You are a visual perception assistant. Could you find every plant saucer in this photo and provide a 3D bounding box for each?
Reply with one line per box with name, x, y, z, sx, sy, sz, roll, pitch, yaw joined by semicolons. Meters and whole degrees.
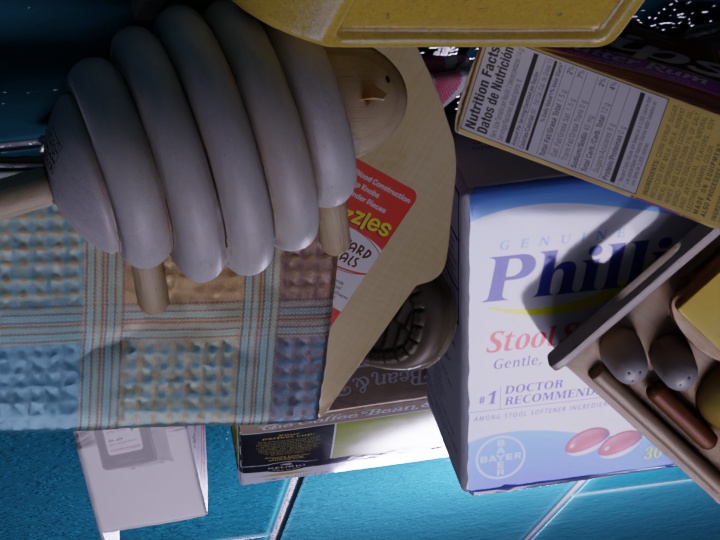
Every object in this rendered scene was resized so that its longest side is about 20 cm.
plant saucer;0.064;-0.149;0.967;0.198;0.049;0.200;-3;154;-22

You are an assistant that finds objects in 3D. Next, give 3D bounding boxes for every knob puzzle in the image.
knob puzzle;-0.039;-0.046;1.174;0.218;0.221;0.030;-4;-154;-16

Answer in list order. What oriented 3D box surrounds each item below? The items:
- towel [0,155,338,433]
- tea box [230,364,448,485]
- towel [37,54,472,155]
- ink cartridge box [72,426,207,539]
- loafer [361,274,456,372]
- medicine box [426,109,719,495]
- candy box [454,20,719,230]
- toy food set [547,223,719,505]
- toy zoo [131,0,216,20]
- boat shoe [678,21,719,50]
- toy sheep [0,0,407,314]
towel;-0.108;0.012;1.152;0.198;0.148;0.022;-1;-155;-19
tea box;0.008;0.045;1.519;0.198;0.135;0.197;-8;165;-6
towel;-0.054;-0.084;1.233;0.199;0.030;0.146;0;160;-31
ink cartridge box;-0.131;0.067;1.362;0.066;0.116;0.201;-10;120;1
loafer;0.000;0.000;1.339;0.067;0.077;0.200;9;-162;-37
medicine box;0.133;0.008;1.332;0.180;0.103;0.201;-7;122;-8
candy box;0.153;-0.068;1.098;0.199;0.057;0.117;22;-159;8
toy food set;0.216;0.059;1.284;0.143;0.061;0.200;-42;120;13
toy zoo;0.008;-0.146;1.054;0.198;0.021;0.131;-2;163;-21
boat shoe;0.240;-0.101;1.243;0.198;0.071;0.064;-7;158;-23
toy sheep;-0.072;-0.054;1.055;0.199;0.139;0.138;-21;167;-13
